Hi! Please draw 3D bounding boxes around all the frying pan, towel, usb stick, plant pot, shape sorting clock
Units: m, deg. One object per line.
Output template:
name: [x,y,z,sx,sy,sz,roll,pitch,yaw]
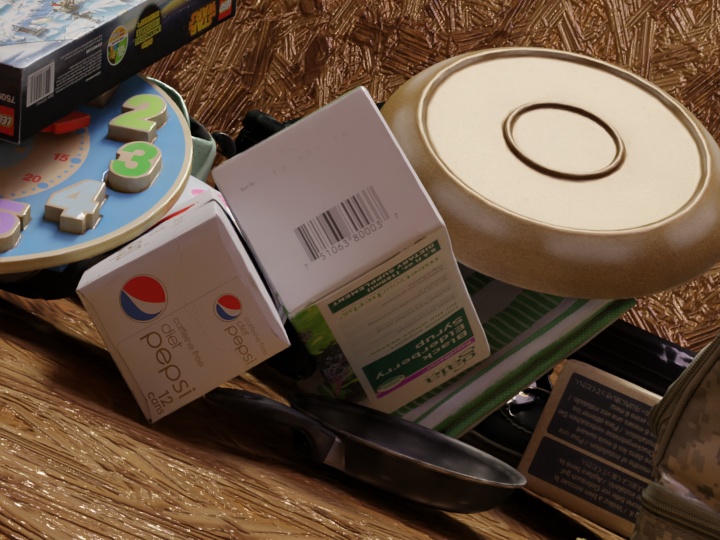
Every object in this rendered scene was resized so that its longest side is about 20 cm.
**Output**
frying pan: [0.008,0.081,1.143,0.115,0.031,0.190,21,5,15]
towel: [0.043,0.028,1.405,0.023,0.152,0.200,58,-12,-25]
usb stick: [0.188,0.065,1.396,0.199,0.033,0.055,24,0,6]
plant pot: [0.105,-0.060,1.379,0.199,0.028,0.200,8,39,-7]
shape sorting clock: [-0.175,-0.059,1.191,0.199,0.039,0.200,5,30,-3]

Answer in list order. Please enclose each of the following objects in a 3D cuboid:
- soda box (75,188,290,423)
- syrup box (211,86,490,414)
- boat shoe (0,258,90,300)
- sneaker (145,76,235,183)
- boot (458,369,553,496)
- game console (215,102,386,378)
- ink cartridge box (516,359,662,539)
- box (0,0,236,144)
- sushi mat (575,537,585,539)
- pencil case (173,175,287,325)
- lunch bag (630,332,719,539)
soda box: [-0.077,0.011,1.142,0.064,0.068,0.200,61,-1,-7]
syrup box: [0.000,0.000,1.213,0.082,0.079,0.200,60,-2,21]
boat shoe: [-0.206,-0.038,1.270,0.200,0.069,0.057,32,-7,38]
sneaker: [-0.141,-0.058,1.553,0.074,0.119,0.200,16,6,-33]
boot: [0.098,0.039,1.477,0.073,0.151,0.200,33,-2,-40]
game console: [0.004,-0.025,1.486,0.116,0.177,0.200,24,2,-26]
ink cartridge box: [0.199,0.128,1.353,0.164,0.075,0.200,25,-3,37]
box: [-0.162,-0.123,1.231,0.136,0.040,0.200,18,28,21]
sushi mat: [0.184,0.172,1.206,0.095,0.012,0.200,21,4,-34]
pencil case: [-0.124,-0.020,1.400,0.090,0.084,0.200,-4,24,-46]
lunch bag: [0.209,0.090,1.115,0.139,0.168,0.200,22,8,31]
